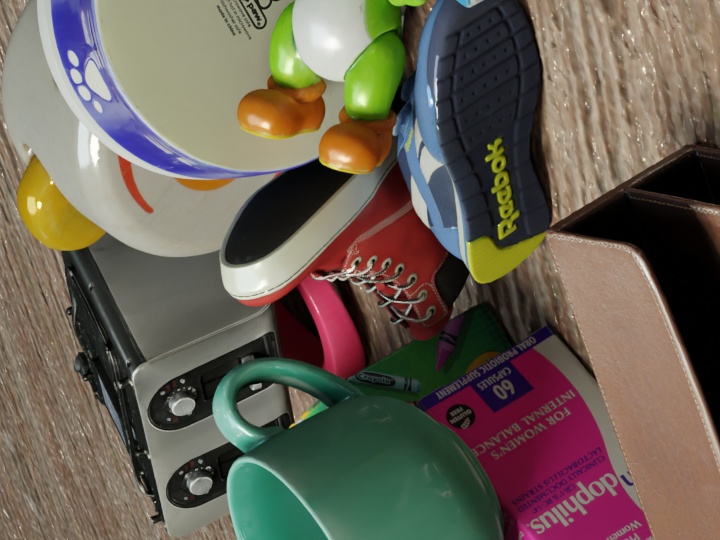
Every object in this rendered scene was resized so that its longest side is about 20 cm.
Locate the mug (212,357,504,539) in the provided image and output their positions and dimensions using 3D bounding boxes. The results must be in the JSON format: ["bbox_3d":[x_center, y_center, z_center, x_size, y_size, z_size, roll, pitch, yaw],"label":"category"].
[{"bbox_3d":[0.007,0.135,1.692,0.152,0.114,0.186,16,129,59],"label":"mug"}]

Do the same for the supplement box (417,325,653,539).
[{"bbox_3d":[0.125,0.149,1.737,0.200,0.101,0.104,50,155,24],"label":"supplement box"}]

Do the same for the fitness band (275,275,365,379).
[{"bbox_3d":[-0.062,-0.001,2.054,0.200,0.037,0.144,43,155,39],"label":"fitness band"}]

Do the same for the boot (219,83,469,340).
[{"bbox_3d":[0.000,0.000,1.723,0.072,0.200,0.145,-2,119,35],"label":"boot"}]

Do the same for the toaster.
[{"bbox_3d":[-0.125,0.048,2.001,0.181,0.118,0.200,83,162,-46],"label":"toaster"}]

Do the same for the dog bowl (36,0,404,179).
[{"bbox_3d":[-0.077,-0.152,1.681,0.079,0.200,0.201,3,119,62],"label":"dog bowl"}]

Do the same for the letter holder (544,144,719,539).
[{"bbox_3d":[0.198,0.054,1.471,0.142,0.100,0.201,15,130,58],"label":"letter holder"}]

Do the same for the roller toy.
[{"bbox_3d":[-0.125,-0.111,1.852,0.140,0.182,0.201,34,128,49],"label":"roller toy"}]

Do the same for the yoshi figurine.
[{"bbox_3d":[-0.009,-0.157,1.575,0.112,0.112,0.201,-127,49,-64],"label":"yoshi figurine"}]

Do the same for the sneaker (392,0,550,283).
[{"bbox_3d":[0.053,-0.084,1.652,0.082,0.074,0.201,45,152,39],"label":"sneaker"}]

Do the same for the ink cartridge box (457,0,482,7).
[{"bbox_3d":[0.035,-0.222,1.464,0.200,0.116,0.067,40,151,40],"label":"ink cartridge box"}]

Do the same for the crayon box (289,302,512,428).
[{"bbox_3d":[0.017,0.096,1.883,0.058,0.118,0.200,58,158,7],"label":"crayon box"}]
